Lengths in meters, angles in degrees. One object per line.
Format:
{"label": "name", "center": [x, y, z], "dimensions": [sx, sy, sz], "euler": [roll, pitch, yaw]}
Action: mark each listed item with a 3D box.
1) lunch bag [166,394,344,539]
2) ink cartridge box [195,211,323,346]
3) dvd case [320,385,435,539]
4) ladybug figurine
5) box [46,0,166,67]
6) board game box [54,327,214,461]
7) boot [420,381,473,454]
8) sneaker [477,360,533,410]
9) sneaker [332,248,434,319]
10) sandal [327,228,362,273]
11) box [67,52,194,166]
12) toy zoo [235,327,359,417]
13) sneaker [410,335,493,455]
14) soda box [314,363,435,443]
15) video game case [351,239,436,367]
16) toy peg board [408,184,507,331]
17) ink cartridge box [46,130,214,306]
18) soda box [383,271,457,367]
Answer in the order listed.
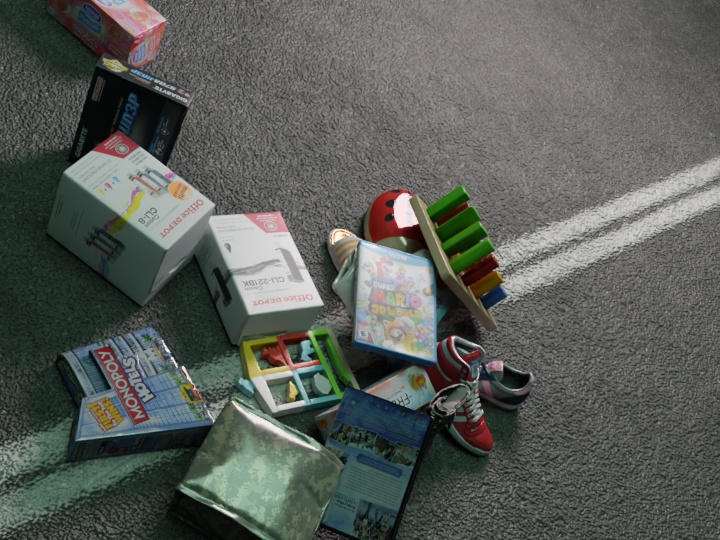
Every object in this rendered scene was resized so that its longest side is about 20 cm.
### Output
{"label": "lunch bag", "center": [-0.136, 0.298, 1.451], "dimensions": [0.198, 0.118, 0.165], "euler": [28, 54, 1]}
{"label": "ink cartridge box", "center": [-0.168, 0.010, 1.716], "dimensions": [0.143, 0.084, 0.202], "euler": [-6, 57, -35]}
{"label": "dvd case", "center": [0.010, 0.283, 1.512], "dimensions": [0.141, 0.018, 0.202], "euler": [18, 79, 16]}
{"label": "ladybug figurine", "center": [0.075, -0.079, 1.943], "dimensions": [0.134, 0.072, 0.202], "euler": [14, 47, -19]}
{"label": "box", "center": [-0.467, -0.469, 1.947], "dimensions": [0.200, 0.103, 0.095], "euler": [41, 44, 7]}
{"label": "board game box", "center": [-0.339, 0.179, 1.486], "dimensions": [0.198, 0.062, 0.201], "euler": [-16, 62, -40]}
{"label": "boot", "center": [0.075, 0.251, 1.581], "dimensions": [0.069, 0.175, 0.199], "euler": [43, 43, 11]}
{"label": "sneaker", "center": [0.200, 0.171, 1.790], "dimensions": [0.197, 0.082, 0.071], "euler": [16, 49, -14]}
{"label": "sneaker", "center": [0.039, -0.003, 1.790], "dimensions": [0.200, 0.073, 0.116], "euler": [-43, 101, -31]}
{"label": "sandal", "center": [0.007, 0.000, 1.844], "dimensions": [0.078, 0.059, 0.209], "euler": [-1, 54, -32]}
{"label": "box", "center": [-0.375, -0.234, 1.724], "dimensions": [0.157, 0.201, 0.046], "euler": [24, 39, -10]}
{"label": "toy zoo", "center": [-0.106, 0.161, 1.666], "dimensions": [0.198, 0.021, 0.132], "euler": [-6, 56, -34]}
{"label": "sneaker", "center": [0.176, 0.199, 1.710], "dimensions": [0.201, 0.112, 0.071], "euler": [54, 35, 0]}
{"label": "soda box", "center": [0.025, 0.213, 1.643], "dimensions": [0.199, 0.068, 0.064], "euler": [-24, 88, -42]}
{"label": "video game case", "center": [0.057, 0.051, 1.712], "dimensions": [0.141, 0.018, 0.202], "euler": [15, 51, -16]}
{"label": "toy peg board", "center": [0.196, -0.033, 1.868], "dimensions": [0.199, 0.097, 0.201], "euler": [44, 20, -45]}
{"label": "ink cartridge box", "center": [-0.355, -0.080, 1.642], "dimensions": [0.199, 0.145, 0.146], "euler": [37, 43, 2]}
{"label": "soda box", "center": [0.097, 0.075, 1.820], "dimensions": [0.069, 0.063, 0.200], "euler": [48, 44, -5]}
